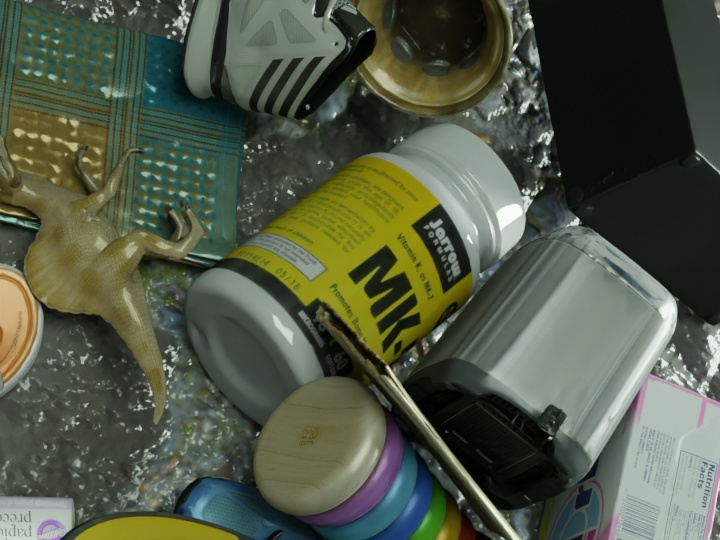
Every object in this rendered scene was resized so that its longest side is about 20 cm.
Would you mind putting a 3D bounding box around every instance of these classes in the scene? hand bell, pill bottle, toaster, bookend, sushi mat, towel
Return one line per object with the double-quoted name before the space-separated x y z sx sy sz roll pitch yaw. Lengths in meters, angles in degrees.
"hand bell" 0.064 -0.183 1.495 0.104 0.104 0.200 40 29 -5
"pill bottle" 0.000 0.000 1.414 0.200 0.114 0.114 -39 89 -28
"toaster" 0.105 0.056 1.383 0.114 0.200 0.129 37 71 -2
"bookend" 0.206 -0.100 1.521 0.199 0.092 0.200 33 40 -48
"sushi mat" 0.046 0.104 1.336 0.012 0.096 0.200 -40 122 -4
"towel" -0.167 -0.086 1.428 0.200 0.022 0.147 13 67 -17

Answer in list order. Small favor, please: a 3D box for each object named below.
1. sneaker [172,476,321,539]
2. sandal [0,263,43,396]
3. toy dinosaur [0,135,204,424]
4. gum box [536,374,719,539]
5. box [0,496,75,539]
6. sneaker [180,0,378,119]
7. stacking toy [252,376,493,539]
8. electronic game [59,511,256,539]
"sneaker" -0.021 0.185 1.352 0.200 0.090 0.078 40 62 -5
"sandal" -0.264 0.054 1.314 0.207 0.059 0.079 -27 83 -29
"toy dinosaur" -0.145 -0.005 1.377 0.101 0.058 0.200 -35 78 -13
"gum box" 0.157 0.166 1.420 0.066 0.113 0.200 22 65 -14
"box" -0.260 0.147 1.295 0.200 0.041 0.039 3 71 -21
"sneaker" -0.032 -0.186 1.396 0.115 0.201 0.076 19 20 21
"stacking toy" 0.026 0.144 1.358 0.200 0.085 0.085 43 56 -40
"electronic game" -0.074 0.193 1.225 0.200 0.042 0.200 23 22 -10
